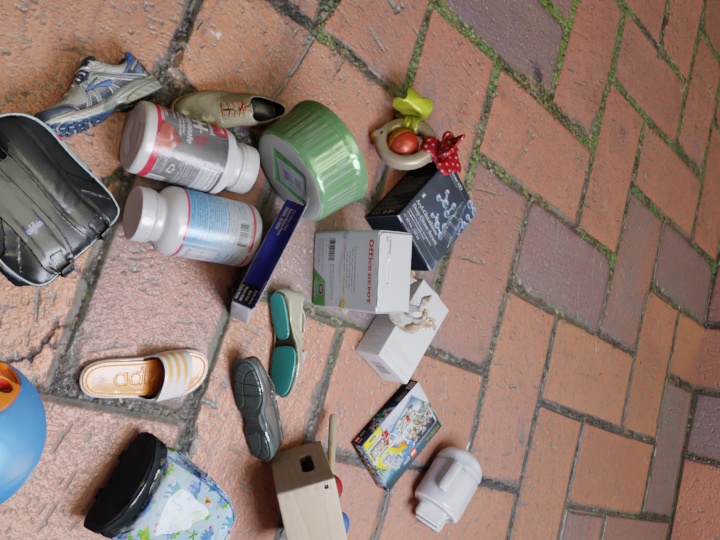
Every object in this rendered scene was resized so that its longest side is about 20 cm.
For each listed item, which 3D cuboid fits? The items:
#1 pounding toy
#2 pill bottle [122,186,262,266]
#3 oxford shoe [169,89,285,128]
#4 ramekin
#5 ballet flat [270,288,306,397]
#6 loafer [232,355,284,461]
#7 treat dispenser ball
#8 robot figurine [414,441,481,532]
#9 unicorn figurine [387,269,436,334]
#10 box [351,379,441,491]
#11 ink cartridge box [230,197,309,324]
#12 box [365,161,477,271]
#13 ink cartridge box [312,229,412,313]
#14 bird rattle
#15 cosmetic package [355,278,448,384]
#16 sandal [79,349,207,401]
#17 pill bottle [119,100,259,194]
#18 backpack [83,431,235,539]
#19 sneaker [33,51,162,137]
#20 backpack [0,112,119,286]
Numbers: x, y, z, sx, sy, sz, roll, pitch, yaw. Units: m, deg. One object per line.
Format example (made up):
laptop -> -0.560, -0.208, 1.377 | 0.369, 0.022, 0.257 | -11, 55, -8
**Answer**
pounding toy -> -0.080, 0.398, 1.133 | 0.141, 0.200, 0.185 | -12, 101, -10
pill bottle -> -0.267, -0.073, 0.994 | 0.199, 0.108, 0.109 | 11, 85, -40
oxford shoe -> -0.220, -0.276, 1.047 | 0.199, 0.075, 0.071 | -16, 102, -38
ramekin -> -0.089, -0.185, 1.087 | 0.098, 0.200, 0.201 | -38, 115, -24
ballet flat -> -0.128, 0.133, 1.152 | 0.069, 0.069, 0.201 | -2, 93, -40
loafer -> -0.180, 0.241, 1.118 | 0.063, 0.072, 0.201 | -32, 120, -56
treat dispenser ball -> -0.493, 0.201, 0.755 | 0.200, 0.200, 0.202 | -2, 93, -40
robot figurine -> 0.200, 0.486, 1.404 | 0.200, 0.113, 0.170 | -52, 160, -26
unicorn figurine -> 0.063, 0.042, 1.222 | 0.074, 0.137, 0.201 | -22, 90, -42
box -> 0.082, 0.356, 1.349 | 0.200, 0.038, 0.137 | -42, 117, -31
ink cartridge box -> -0.156, -0.017, 1.038 | 0.040, 0.200, 0.200 | 27, 72, -7
box -> 0.134, -0.119, 1.329 | 0.200, 0.107, 0.149 | -49, 120, -28
ink cartridge box -> 0.000, 0.000, 1.161 | 0.084, 0.200, 0.146 | 2, 91, -39
bird rattle -> 0.112, -0.261, 1.281 | 0.162, 0.113, 0.201 | -26, 70, -10
cosmetic package -> 0.092, 0.125, 1.322 | 0.113, 0.081, 0.200 | 50, 61, -30
sandal -> -0.331, 0.173, 0.982 | 0.206, 0.059, 0.080 | -1, 93, -40
pill bottle -> -0.267, -0.186, 0.989 | 0.199, 0.110, 0.111 | 12, 84, -40
backpack -> -0.296, 0.378, 0.982 | 0.164, 0.153, 0.200 | -60, 138, -29
sneaker -> -0.397, -0.262, 0.912 | 0.200, 0.077, 0.085 | -41, 107, -39
backpack -> -0.449, -0.099, 0.814 | 0.178, 0.150, 0.200 | -53, 129, -28
